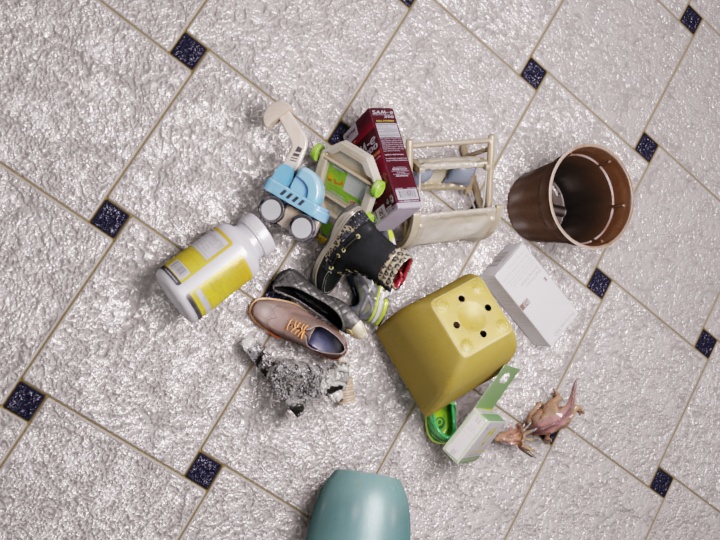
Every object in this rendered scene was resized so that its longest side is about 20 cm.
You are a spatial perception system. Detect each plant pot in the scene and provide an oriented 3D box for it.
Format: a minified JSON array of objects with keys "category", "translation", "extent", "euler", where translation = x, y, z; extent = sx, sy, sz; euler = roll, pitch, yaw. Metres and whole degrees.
[{"category":"plant pot","translation":[0.002,0.452,1.470],"extent":[0.198,0.200,0.164],"euler":[16,71,-20]},{"category":"plant pot","translation":[0.408,-0.139,1.637],"extent":[0.197,0.198,0.204],"euler":[1,89,-22]},{"category":"plant pot","translation":[0.172,0.118,1.492],"extent":[0.194,0.200,0.196],"euler":[-26,74,-21]}]

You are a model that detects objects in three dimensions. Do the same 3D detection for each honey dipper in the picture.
[{"category":"honey dipper","translation":[-0.040,0.151,1.540],"extent":[0.037,0.038,0.204],"euler":[-8,90,-21]}]

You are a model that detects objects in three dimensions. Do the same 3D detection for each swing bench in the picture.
[{"category":"swing bench","translation":[0.161,-0.150,1.578],"extent":[0.196,0.129,0.204],"euler":[-7,90,-23]}]

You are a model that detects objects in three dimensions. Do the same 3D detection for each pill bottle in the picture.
[{"category":"pill bottle","translation":[-0.250,-0.010,1.423],"extent":[0.199,0.112,0.113],"euler":[-38,101,-18]}]

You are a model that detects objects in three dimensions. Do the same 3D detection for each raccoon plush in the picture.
[{"category":"raccoon plush","translation":[-0.108,0.167,1.468],"extent":[0.134,0.097,0.201],"euler":[-39,102,-6]}]

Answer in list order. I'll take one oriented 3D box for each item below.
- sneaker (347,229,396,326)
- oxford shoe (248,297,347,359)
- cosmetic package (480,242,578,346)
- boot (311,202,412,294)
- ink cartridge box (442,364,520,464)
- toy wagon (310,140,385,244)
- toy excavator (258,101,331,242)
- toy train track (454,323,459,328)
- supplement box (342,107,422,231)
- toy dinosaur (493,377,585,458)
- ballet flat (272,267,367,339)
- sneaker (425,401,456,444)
[{"category":"sneaker","translation":[0.019,0.001,1.550],"extent":[0.080,0.074,0.204],"euler":[9,83,-16]},{"category":"oxford shoe","translation":[-0.111,0.102,1.484],"extent":[0.197,0.073,0.072],"euler":[23,83,-5]},{"category":"cosmetic package","translation":[0.349,0.051,1.675],"extent":[0.102,0.074,0.200],"euler":[-46,103,-16]},{"category":"boot","translation":[-0.001,0.000,1.459],"extent":[0.153,0.205,0.073],"euler":[40,40,19]},{"category":"ink cartridge box","translation":[0.250,0.279,1.566],"extent":[0.048,0.145,0.201],"euler":[40,97,24]},{"category":"toy wagon","translation":[-0.037,-0.137,1.502],"extent":[0.154,0.202,0.039],"euler":[33,35,21]},{"category":"toy excavator","translation":[-0.119,-0.176,1.462],"extent":[0.193,0.100,0.202],"euler":[30,92,3]},{"category":"toy train track","translation":[0.225,0.110,1.646],"extent":[0.197,0.032,0.117],"euler":[17,82,-19]},{"category":"supplement box","translation":[0.039,-0.187,1.510],"extent":[0.060,0.109,0.203],"euler":[-6,72,-33]},{"category":"toy dinosaur","translation":[0.375,0.307,1.638],"extent":[0.086,0.200,0.135],"euler":[52,29,14]},{"category":"ballet flat","translation":[-0.075,0.070,1.494],"extent":[0.199,0.067,0.057],"euler":[34,52,5]},{"category":"sneaker","translation":[0.152,0.239,1.584],"extent":[0.073,0.083,0.203],"euler":[-17,90,-21]}]
